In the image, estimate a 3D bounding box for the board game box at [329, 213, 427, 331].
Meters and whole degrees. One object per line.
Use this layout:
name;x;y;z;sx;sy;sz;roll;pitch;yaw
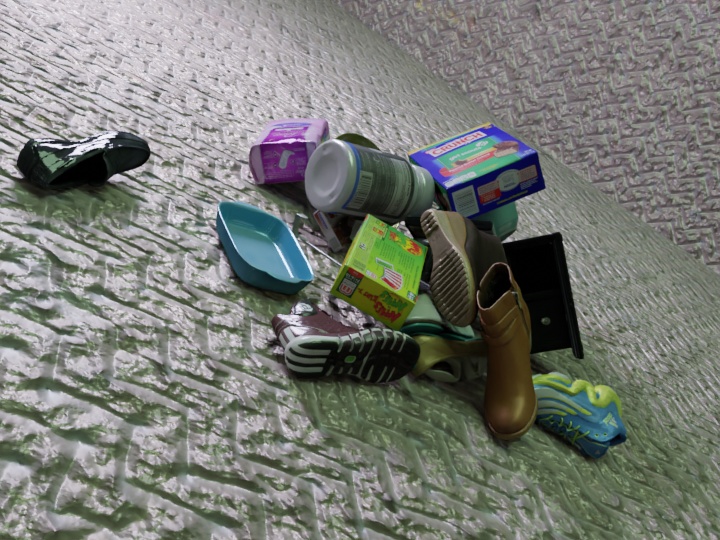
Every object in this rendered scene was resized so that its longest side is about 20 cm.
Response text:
board game box;0.029;-0.003;1.114;0.101;0.048;0.200;30;24;-4

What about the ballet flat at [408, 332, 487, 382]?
ballet flat;0.134;0.127;1.150;0.200;0.069;0.063;7;58;-39

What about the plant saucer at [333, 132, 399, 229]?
plant saucer;-0.001;-0.143;1.450;0.200;0.031;0.201;21;61;-43

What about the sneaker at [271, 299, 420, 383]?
sneaker;-0.022;0.076;1.024;0.200;0.076;0.116;10;27;-40

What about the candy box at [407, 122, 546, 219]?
candy box;0.196;-0.173;1.421;0.169;0.077;0.200;-22;28;-7

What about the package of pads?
package of pads;-0.122;-0.216;1.462;0.120;0.076;0.200;-5;22;6

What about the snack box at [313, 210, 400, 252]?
snack box;0.004;-0.092;1.386;0.200;0.024;0.072;-27;86;-50

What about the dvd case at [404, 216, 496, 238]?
dvd case;0.162;-0.053;1.400;0.142;0.018;0.200;4;-12;15

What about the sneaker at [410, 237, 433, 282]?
sneaker;0.065;-0.029;1.344;0.115;0.075;0.200;26;-1;13

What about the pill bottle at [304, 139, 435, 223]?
pill bottle;0.020;-0.137;1.323;0.200;0.114;0.114;8;32;-42

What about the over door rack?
over door rack;0.000;0.000;1.218;0.147;0.067;0.200;2;37;-49

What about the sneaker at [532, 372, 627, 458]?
sneaker;0.300;0.206;1.156;0.199;0.076;0.105;6;42;-26

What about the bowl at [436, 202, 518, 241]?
bowl;0.218;-0.087;1.556;0.105;0.201;0.201;57;28;8

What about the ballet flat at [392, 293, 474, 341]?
ballet flat;0.099;0.067;1.163;0.069;0.070;0.200;45;14;32

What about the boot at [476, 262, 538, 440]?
boot;0.190;0.103;1.079;0.076;0.156;0.200;0;46;24

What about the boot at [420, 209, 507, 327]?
boot;0.171;0.005;1.182;0.166;0.072;0.201;19;45;-39

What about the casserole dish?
casserole dish;-0.139;-0.029;1.144;0.121;0.039;0.200;15;28;-34

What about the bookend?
bookend;0.242;0.054;1.325;0.199;0.200;0.092;-10;-2;15

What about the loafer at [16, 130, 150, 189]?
loafer;-0.350;-0.138;1.078;0.070;0.068;0.200;46;31;15
